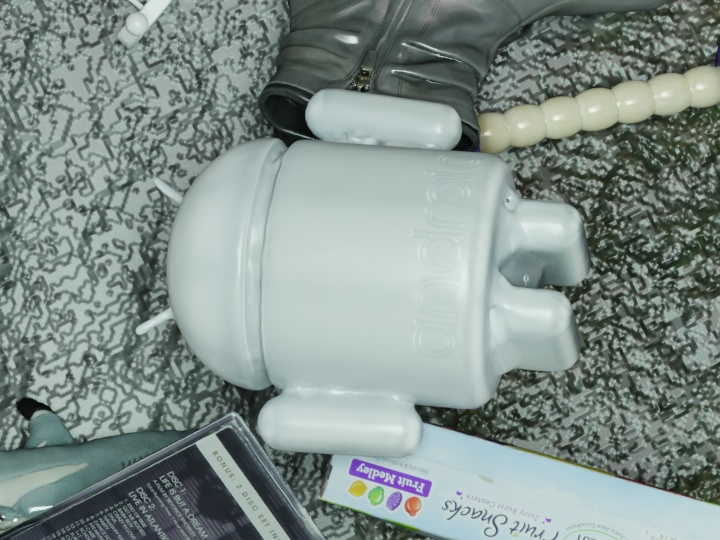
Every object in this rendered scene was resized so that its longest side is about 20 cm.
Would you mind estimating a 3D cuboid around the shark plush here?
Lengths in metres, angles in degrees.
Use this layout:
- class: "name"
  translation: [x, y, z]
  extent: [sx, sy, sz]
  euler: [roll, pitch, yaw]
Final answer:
- class: "shark plush"
  translation: [-0.156, 0.101, 1.394]
  extent: [0.199, 0.091, 0.084]
  euler: [5, 61, 9]

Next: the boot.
- class: "boot"
  translation: [0.056, -0.107, 1.379]
  extent: [0.199, 0.070, 0.132]
  euler: [0, 55, 6]

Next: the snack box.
- class: "snack box"
  translation: [0.100, 0.117, 1.323]
  extent: [0.199, 0.142, 0.053]
  euler: [15, 83, 27]

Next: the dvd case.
- class: "dvd case"
  translation: [-0.098, 0.165, 1.340]
  extent: [0.199, 0.016, 0.149]
  euler: [-28, 109, 21]

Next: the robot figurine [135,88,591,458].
- class: "robot figurine"
  translation: [0.000, 0.000, 1.289]
  extent: [0.199, 0.113, 0.170]
  euler: [4, 68, 11]

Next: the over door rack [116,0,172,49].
- class: "over door rack"
  translation: [-0.100, -0.230, 1.398]
  extent: [0.148, 0.067, 0.200]
  euler: [41, 84, -4]

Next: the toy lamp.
- class: "toy lamp"
  translation: [0.102, -0.076, 1.416]
  extent: [0.199, 0.058, 0.059]
  euler: [-15, 89, -6]
